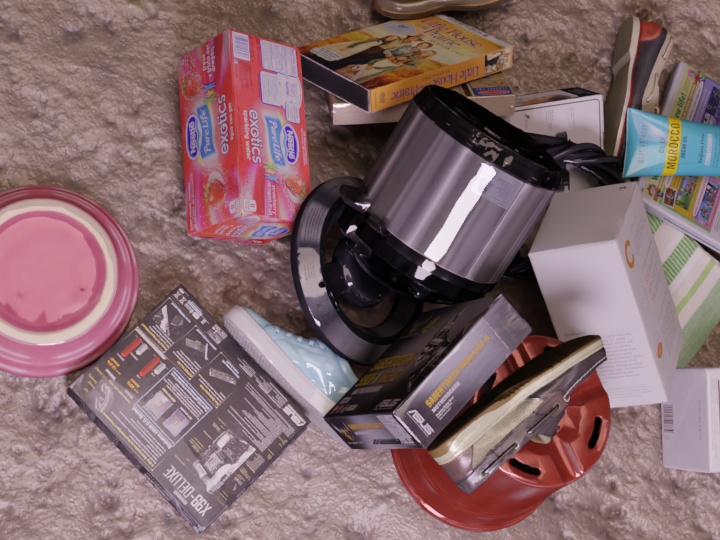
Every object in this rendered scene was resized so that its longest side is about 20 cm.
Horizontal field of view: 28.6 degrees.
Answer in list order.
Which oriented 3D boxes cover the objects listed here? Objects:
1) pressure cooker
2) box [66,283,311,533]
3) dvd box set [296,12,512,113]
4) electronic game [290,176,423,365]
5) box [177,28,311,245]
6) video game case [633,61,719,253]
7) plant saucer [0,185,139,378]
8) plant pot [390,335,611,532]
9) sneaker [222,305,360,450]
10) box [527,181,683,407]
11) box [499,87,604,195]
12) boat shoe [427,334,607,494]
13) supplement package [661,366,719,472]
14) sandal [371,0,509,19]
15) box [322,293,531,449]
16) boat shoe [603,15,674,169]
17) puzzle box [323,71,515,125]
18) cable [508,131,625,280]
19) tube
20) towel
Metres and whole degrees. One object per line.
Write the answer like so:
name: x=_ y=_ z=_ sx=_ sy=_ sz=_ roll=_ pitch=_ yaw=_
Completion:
pressure cooker: x=0.082 y=-0.063 z=1.414 sx=0.176 sy=0.178 sz=0.201 roll=36 pitch=107 yaw=18
box: x=-0.173 y=0.140 z=1.438 sx=0.200 sy=0.050 sz=0.158 roll=46 pitch=70 yaw=0
dvd box set: x=0.045 y=-0.230 z=1.536 sx=0.199 sy=0.146 sz=0.030 roll=-21 pitch=127 yaw=-31
electronic game: x=0.000 y=0.000 z=1.485 sx=0.199 sy=0.041 sz=0.202 roll=17 pitch=67 yaw=-46
box: x=-0.121 y=-0.137 z=1.484 sx=0.102 sy=0.094 sz=0.202 roll=6 pitch=73 yaw=-43
video game case: x=0.421 y=-0.123 z=1.670 sx=0.181 sy=0.022 sz=0.201 roll=28 pitch=66 yaw=-10
plant saucer: x=-0.323 y=0.006 z=1.432 sx=0.199 sy=0.051 sz=0.202 roll=4 pitch=74 yaw=-14
plant pot: x=0.151 y=0.158 z=1.443 sx=0.199 sy=0.195 sz=0.202 roll=4 pitch=75 yaw=-14
sneaker: x=-0.055 y=0.094 z=1.474 sx=0.200 sy=0.074 sz=0.082 roll=45 pitch=68 yaw=-13
box: x=0.262 y=0.028 z=1.491 sx=0.201 sy=0.097 sz=0.125 roll=68 pitch=30 yaw=-25
box: x=0.171 y=-0.131 z=1.573 sx=0.199 sy=0.060 sz=0.118 roll=-11 pitch=108 yaw=-17
boat shoe: x=0.154 y=0.133 z=1.314 sx=0.200 sy=0.072 sz=0.066 roll=-33 pitch=96 yaw=-19
supplement package: x=0.446 y=0.162 z=1.561 sx=0.198 sy=0.109 sz=0.115 roll=1 pitch=86 yaw=-15
sandal: x=0.108 y=-0.333 z=1.619 sx=0.199 sy=0.080 sz=0.054 roll=-12 pitch=124 yaw=-14
box: x=0.060 y=0.102 z=1.371 sx=0.048 sy=0.200 sz=0.158 roll=47 pitch=71 yaw=-9
boat shoe: x=0.324 y=-0.204 z=1.655 sx=0.062 sy=0.071 sz=0.201 roll=19 pitch=67 yaw=-12
puzzle box: x=0.058 y=-0.201 z=1.543 sx=0.198 sy=0.133 sz=0.026 roll=-4 pitch=121 yaw=-8
cable: x=0.205 y=-0.066 z=1.543 sx=0.199 sy=0.051 sz=0.164 roll=7 pitch=103 yaw=-23
tube: x=0.392 y=-0.139 z=1.626 sx=0.198 sy=0.050 sz=0.078 roll=3 pitch=89 yaw=-17
towel: x=0.328 y=0.005 z=1.625 sx=0.200 sy=0.023 sz=0.153 roll=43 pitch=70 yaw=-3
